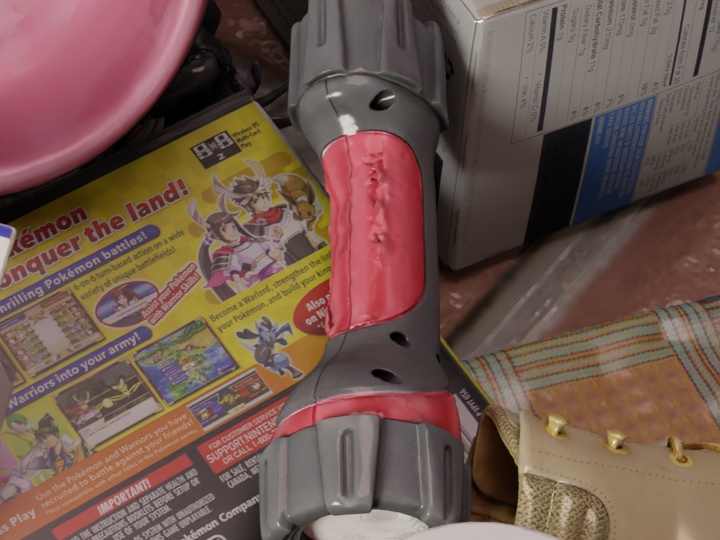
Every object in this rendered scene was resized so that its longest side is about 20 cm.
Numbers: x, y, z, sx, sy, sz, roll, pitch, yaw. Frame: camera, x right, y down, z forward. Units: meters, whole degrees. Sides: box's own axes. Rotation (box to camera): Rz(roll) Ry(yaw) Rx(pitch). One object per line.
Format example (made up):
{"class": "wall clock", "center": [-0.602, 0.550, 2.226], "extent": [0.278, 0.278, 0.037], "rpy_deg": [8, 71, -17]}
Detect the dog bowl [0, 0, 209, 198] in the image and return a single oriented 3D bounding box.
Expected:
{"class": "dog bowl", "center": [-0.135, -0.112, 0.810], "extent": [0.199, 0.201, 0.074], "rpy_deg": [-12, 18, -15]}

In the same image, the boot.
{"class": "boot", "center": [0.114, 0.061, 0.798], "extent": [0.155, 0.073, 0.201], "rpy_deg": [20, 69, -8]}

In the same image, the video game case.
{"class": "video game case", "center": [-0.066, 0.050, 0.813], "extent": [0.199, 0.026, 0.181], "rpy_deg": [-29, 70, -27]}

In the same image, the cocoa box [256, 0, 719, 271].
{"class": "cocoa box", "center": [0.047, -0.127, 0.961], "extent": [0.131, 0.134, 0.200], "rpy_deg": [-20, 53, -20]}

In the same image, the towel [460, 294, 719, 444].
{"class": "towel", "center": [0.084, 0.079, 0.858], "extent": [0.199, 0.022, 0.147], "rpy_deg": [-15, 52, -18]}

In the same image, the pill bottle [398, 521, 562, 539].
{"class": "pill bottle", "center": [0.024, 0.160, 0.659], "extent": [0.111, 0.201, 0.113], "rpy_deg": [3, 48, -3]}

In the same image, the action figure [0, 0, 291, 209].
{"class": "action figure", "center": [-0.116, -0.077, 0.926], "extent": [0.199, 0.102, 0.119], "rpy_deg": [26, 17, -29]}

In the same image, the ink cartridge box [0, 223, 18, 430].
{"class": "ink cartridge box", "center": [-0.166, 0.074, 0.749], "extent": [0.094, 0.037, 0.201], "rpy_deg": [14, 87, 17]}

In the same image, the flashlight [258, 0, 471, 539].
{"class": "flashlight", "center": [0.000, 0.000, 0.804], "extent": [0.068, 0.068, 0.201], "rpy_deg": [7, 59, -15]}
